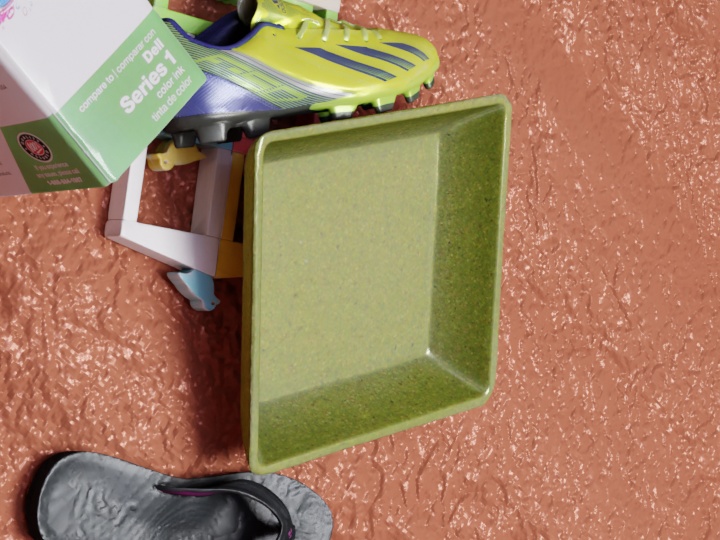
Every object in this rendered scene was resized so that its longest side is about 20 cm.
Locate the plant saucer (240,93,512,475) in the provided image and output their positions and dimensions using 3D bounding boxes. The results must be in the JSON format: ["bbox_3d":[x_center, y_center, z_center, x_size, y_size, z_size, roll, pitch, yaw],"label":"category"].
[{"bbox_3d":[0.000,0.000,1.045,0.200,0.048,0.200,-13,113,-40],"label":"plant saucer"}]

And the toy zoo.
[{"bbox_3d":[-0.079,-0.076,1.023,0.131,0.020,0.201,11,84,-38],"label":"toy zoo"}]

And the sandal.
[{"bbox_3d":[-0.091,0.147,0.996,0.200,0.048,0.076,13,82,-37],"label":"sandal"}]

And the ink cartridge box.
[{"bbox_3d":[-0.193,-0.136,0.853,0.084,0.145,0.200,-51,119,-27],"label":"ink cartridge box"}]

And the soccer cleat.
[{"bbox_3d":[-0.033,-0.123,1.006,0.200,0.065,0.084,-15,97,-37],"label":"soccer cleat"}]
